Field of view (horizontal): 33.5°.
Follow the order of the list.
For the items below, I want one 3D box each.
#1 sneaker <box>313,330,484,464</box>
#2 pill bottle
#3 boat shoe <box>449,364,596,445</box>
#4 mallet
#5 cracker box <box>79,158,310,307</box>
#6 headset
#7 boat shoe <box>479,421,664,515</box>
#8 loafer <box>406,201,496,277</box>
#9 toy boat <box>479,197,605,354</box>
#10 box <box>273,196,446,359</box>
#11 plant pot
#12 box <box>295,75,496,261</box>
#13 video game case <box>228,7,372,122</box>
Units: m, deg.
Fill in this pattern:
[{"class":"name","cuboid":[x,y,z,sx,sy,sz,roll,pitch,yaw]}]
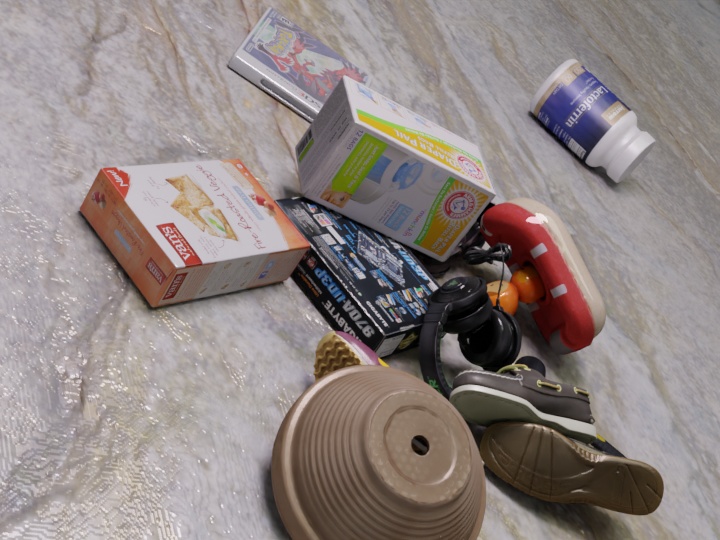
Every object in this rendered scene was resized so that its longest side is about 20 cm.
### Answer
[{"class":"sneaker","cuboid":[0.036,0.137,1.145,0.201,0.075,0.090,53,34,8]},{"class":"pill bottle","cuboid":[0.390,-0.248,2.004,0.200,0.116,0.115,44,31,12]},{"class":"boat shoe","cuboid":[0.169,0.134,1.254,0.199,0.071,0.061,23,57,-35]},{"class":"mallet","cuboid":[0.248,0.171,1.364,0.199,0.041,0.066,35,33,-14]},{"class":"cracker box","cuboid":[-0.161,-0.043,1.190,0.134,0.058,0.199,49,32,20]},{"class":"headset","cuboid":[0.115,0.054,1.291,0.124,0.093,0.202,47,57,-34]},{"class":"boat shoe","cuboid":[0.212,0.210,1.242,0.197,0.074,0.065,20,-13,-4]},{"class":"loafer","cuboid":[0.110,-0.048,1.481,0.072,0.063,0.199,45,30,13]},{"class":"toy boat","cuboid":[0.197,0.017,1.445,0.129,0.131,0.202,-25,82,-13]},{"class":"box","cuboid":[0.000,0.000,1.315,0.201,0.046,0.158,50,31,19]},{"class":"plant pot","cuboid":[0.031,0.163,1.013,0.198,0.093,0.204,13,57,-20]},{"class":"box","cuboid":[0.040,-0.113,1.357,0.198,0.113,0.102,25,30,-26]},{"class":"video game case","cuboid":[-0.076,-0.270,1.627,0.181,0.023,0.201,33,30,-9]}]
